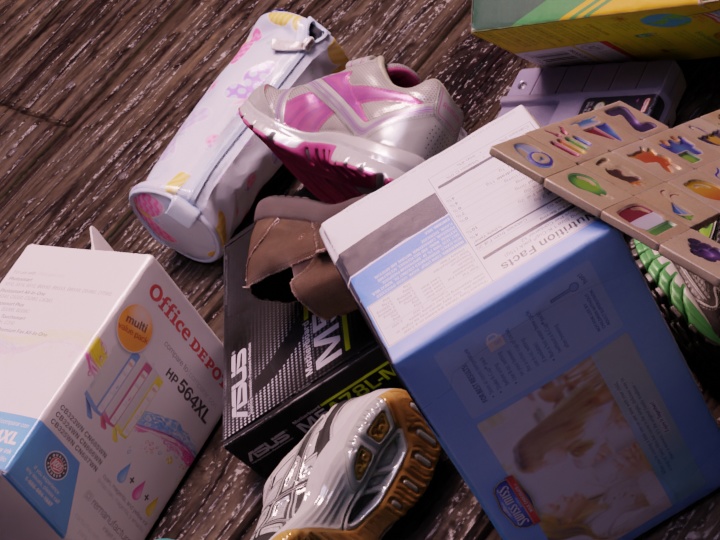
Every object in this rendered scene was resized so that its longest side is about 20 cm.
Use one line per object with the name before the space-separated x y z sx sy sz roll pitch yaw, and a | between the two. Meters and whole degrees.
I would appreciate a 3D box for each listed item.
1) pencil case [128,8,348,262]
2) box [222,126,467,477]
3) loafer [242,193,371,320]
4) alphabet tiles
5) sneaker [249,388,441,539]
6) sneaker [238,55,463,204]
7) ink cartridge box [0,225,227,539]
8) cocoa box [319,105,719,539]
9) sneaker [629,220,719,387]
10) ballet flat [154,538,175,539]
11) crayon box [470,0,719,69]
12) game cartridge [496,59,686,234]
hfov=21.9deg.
pencil case | -0.087 -0.101 1.380 0.200 0.083 0.091 -56 19 -24
box | -0.007 0.008 1.202 0.193 0.048 0.201 -32 36 22
loafer | 0.000 0.000 1.107 0.200 0.073 0.071 3 70 55
alphabet tiles | 0.183 -0.042 0.944 0.167 0.008 0.200 32 31 26
sneaker | -0.030 0.157 1.080 0.200 0.076 0.088 -52 22 -24
sneaker | 0.000 -0.092 1.193 0.200 0.081 0.088 24 74 49
ink cartridge box | -0.183 0.080 1.216 0.125 0.129 0.200 5 52 40
cocoa box | 0.091 0.044 0.987 0.133 0.200 0.131 -31 37 2
sneaker | 0.201 -0.015 1.071 0.085 0.078 0.201 -23 38 14
ballet flat | -0.032 0.194 0.993 0.199 0.071 0.067 13 26 -11
crayon box | 0.188 -0.174 1.215 0.199 0.127 0.051 -2 81 34
game cartridge | 0.126 -0.060 1.217 0.129 0.038 0.201 -3 47 41
